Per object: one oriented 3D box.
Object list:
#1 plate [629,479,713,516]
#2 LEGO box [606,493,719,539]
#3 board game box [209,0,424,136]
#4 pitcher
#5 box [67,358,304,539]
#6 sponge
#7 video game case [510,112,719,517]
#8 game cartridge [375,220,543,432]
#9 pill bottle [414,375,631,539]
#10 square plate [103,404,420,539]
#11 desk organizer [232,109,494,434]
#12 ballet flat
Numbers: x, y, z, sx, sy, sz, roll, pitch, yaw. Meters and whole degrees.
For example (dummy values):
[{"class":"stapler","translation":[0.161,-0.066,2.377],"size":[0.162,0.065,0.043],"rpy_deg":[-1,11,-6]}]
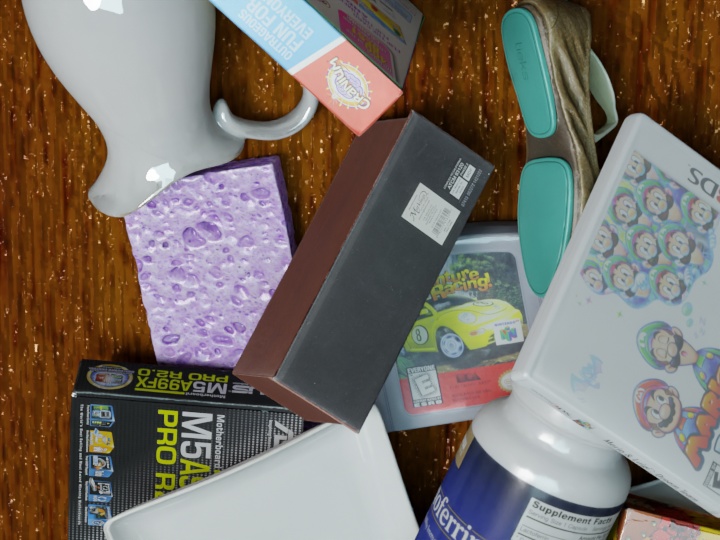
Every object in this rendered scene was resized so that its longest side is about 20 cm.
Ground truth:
[{"class":"plate","translation":[0.199,0.238,1.783],"size":[0.199,0.032,0.200],"rpy_deg":[-15,108,10]},{"class":"LEGO box","translation":[0.221,0.266,1.710],"size":[0.148,0.077,0.201],"rpy_deg":[14,96,0]},{"class":"board game box","translation":[-0.034,-0.173,1.577],"size":[0.153,0.200,0.040],"rpy_deg":[42,107,-8]},{"class":"pitcher","translation":[-0.124,-0.156,1.648],"size":[0.171,0.121,0.201],"rpy_deg":[-21,118,-9]},{"class":"box","translation":[-0.122,0.161,1.757],"size":[0.160,0.044,0.201],"rpy_deg":[6,121,0]},{"class":"sponge","translation":[-0.091,0.026,1.740],"size":[0.111,0.030,0.201],"rpy_deg":[-9,108,9]},{"class":"video game case","translation":[0.206,0.029,1.634],"size":[0.182,0.024,0.200],"rpy_deg":[34,69,-21]},{"class":"game cartridge","translation":[0.068,0.036,1.727],"size":[0.199,0.041,0.134],"rpy_deg":[-10,103,9]},{"class":"pill bottle","translation":[0.111,0.155,1.687],"size":[0.115,0.116,0.200],"rpy_deg":[24,109,-3]},{"class":"square plate","translation":[-0.056,0.197,1.729],"size":[0.199,0.028,0.199],"rpy_deg":[-24,125,-6]},{"class":"desk organizer","translation":[0.000,0.000,1.661],"size":[0.072,0.077,0.200],"rpy_deg":[33,76,-23]},{"class":"ballet flat","translation":[0.139,-0.082,1.658],"size":[0.072,0.068,0.201],"rpy_deg":[-10,95,-31]}]
